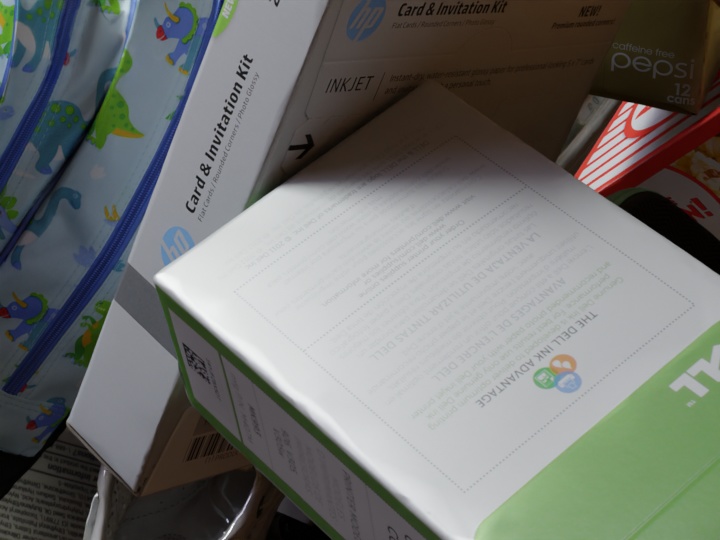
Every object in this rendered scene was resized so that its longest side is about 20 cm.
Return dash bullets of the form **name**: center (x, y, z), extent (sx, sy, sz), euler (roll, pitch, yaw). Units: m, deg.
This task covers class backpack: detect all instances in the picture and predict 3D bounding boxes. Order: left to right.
- **backpack**: center (-0.108, -0.044, 0.691), extent (0.199, 0.154, 0.164), euler (-34, 35, 24)

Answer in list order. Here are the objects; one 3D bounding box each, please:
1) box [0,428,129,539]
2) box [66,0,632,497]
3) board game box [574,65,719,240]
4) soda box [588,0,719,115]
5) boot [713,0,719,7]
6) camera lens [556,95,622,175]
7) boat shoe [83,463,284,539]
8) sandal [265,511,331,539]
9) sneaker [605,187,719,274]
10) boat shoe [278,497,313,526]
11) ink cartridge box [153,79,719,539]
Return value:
- **box**: center (-0.164, 0.162, 0.754), extent (0.109, 0.127, 0.201), euler (-41, 41, 40)
- **box**: center (0.005, -0.034, 0.598), extent (0.155, 0.041, 0.201), euler (-12, -46, -50)
- **board game box**: center (0.168, -0.084, 0.734), extent (0.200, 0.046, 0.152), euler (-37, 14, 52)
- **soda box**: center (0.126, -0.141, 0.746), extent (0.200, 0.064, 0.068), euler (-58, -26, -49)
- **boot**: center (0.145, -0.128, 0.543), extent (0.070, 0.144, 0.202), euler (-15, -41, -23)
- **camera lens**: center (0.037, -0.111, 0.984), extent (0.160, 0.200, 0.160), euler (-46, 9, 9)
- **boat shoe**: center (-0.050, 0.053, 0.684), extent (0.069, 0.070, 0.202), euler (55, -128, -75)
- **sandal**: center (-0.033, 0.127, 0.755), extent (0.077, 0.043, 0.200), euler (-68, 10, -13)
- **sneaker**: center (0.040, 0.075, 0.616), extent (0.200, 0.078, 0.140), euler (-51, 3, -41)
- **boat shoe**: center (-0.078, 0.144, 0.903), extent (0.200, 0.075, 0.093), euler (-47, -2, -37)
- **ink cartridge box**: center (0.048, 0.042, 0.495), extent (0.104, 0.200, 0.060), euler (-36, -38, -22)
